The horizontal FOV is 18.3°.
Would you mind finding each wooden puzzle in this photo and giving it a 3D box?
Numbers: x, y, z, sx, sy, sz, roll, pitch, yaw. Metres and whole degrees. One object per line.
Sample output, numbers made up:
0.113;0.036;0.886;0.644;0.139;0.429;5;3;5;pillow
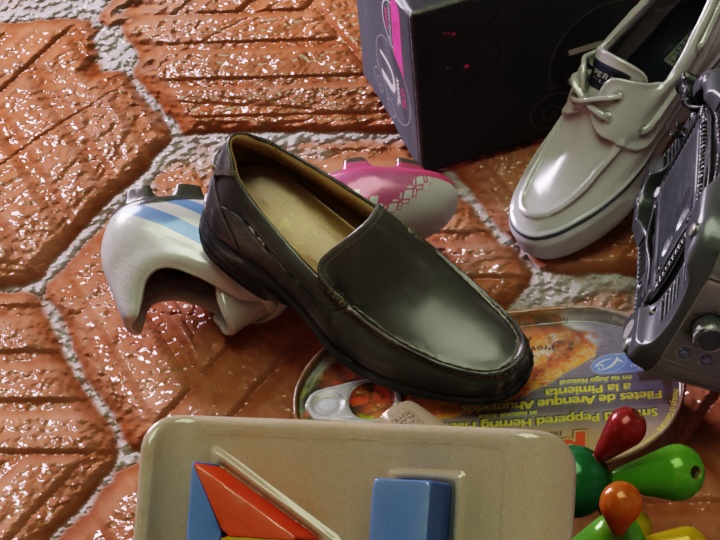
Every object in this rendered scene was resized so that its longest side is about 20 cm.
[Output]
-0.012;0.157;0.964;0.199;0.046;0.186;1;82;19;wooden puzzle

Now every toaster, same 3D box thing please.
0.212;-0.014;1.140;0.129;0.114;0.200;21;37;-6;toaster

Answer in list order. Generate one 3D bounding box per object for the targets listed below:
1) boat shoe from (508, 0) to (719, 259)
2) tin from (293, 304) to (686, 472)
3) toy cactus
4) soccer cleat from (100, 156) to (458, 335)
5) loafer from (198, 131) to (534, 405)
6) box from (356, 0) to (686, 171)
0.144;-0.099;1.242;0.073;0.065;0.200;31;81;41;boat shoe
0.066;0.072;1.140;0.199;0.042;0.112;-4;39;3;tin
0.058;0.120;1.032;0.200;0.102;0.165;-40;53;-8;toy cactus
-0.042;-0.006;1.226;0.199;0.070;0.087;-7;62;0;soccer cleat
0.000;0.000;1.133;0.199;0.072;0.073;28;58;17;loafer
0.106;-0.158;1.315;0.199;0.123;0.106;-18;45;-11;box
